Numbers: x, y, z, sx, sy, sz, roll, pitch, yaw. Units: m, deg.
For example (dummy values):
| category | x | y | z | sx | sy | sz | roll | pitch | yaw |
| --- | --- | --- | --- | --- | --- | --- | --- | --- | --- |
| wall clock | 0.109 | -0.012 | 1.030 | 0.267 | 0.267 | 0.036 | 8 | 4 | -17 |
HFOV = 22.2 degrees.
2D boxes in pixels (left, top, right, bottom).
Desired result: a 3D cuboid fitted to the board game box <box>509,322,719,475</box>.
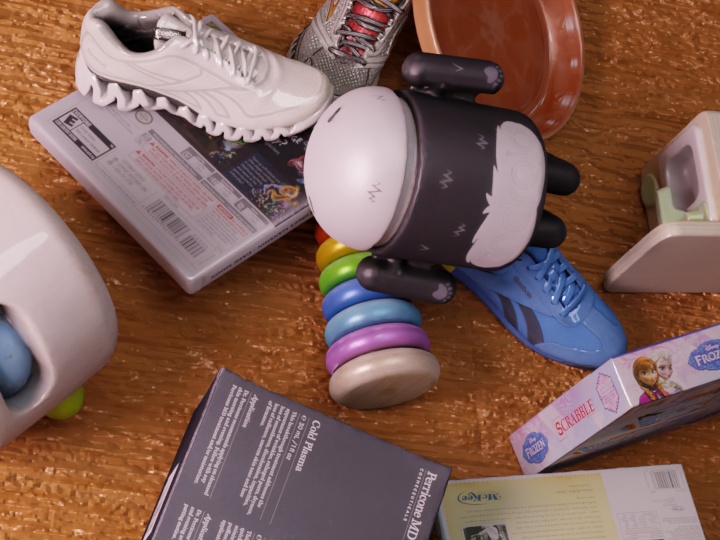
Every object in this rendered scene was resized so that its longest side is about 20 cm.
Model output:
| category | x | y | z | sx | sy | sz | roll | pitch | yaw |
| --- | --- | --- | --- | --- | --- | --- | --- | --- | --- |
| board game box | 0.237 | 0.087 | 1.373 | 0.200 | 0.200 | 0.041 | -15 | 74 | -23 |

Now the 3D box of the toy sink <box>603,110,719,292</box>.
| category | x | y | z | sx | sy | sz | roll | pitch | yaw |
| --- | --- | --- | --- | --- | --- | --- | --- | --- | --- |
| toy sink | 0.301 | -0.055 | 1.491 | 0.200 | 0.130 | 0.112 | -1 | 69 | -17 |

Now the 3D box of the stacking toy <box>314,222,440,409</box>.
| category | x | y | z | sx | sy | sz | roll | pitch | yaw |
| --- | --- | --- | --- | --- | --- | --- | --- | --- | --- |
| stacking toy | 0.000 | 0.000 | 1.402 | 0.085 | 0.085 | 0.200 | -5 | 67 | -19 |

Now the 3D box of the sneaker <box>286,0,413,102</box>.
| category | x | y | z | sx | sy | sz | roll | pitch | yaw |
| --- | --- | --- | --- | --- | --- | --- | --- | --- | --- |
| sneaker | 0.000 | -0.207 | 1.475 | 0.078 | 0.082 | 0.200 | 26 | 59 | -6 |

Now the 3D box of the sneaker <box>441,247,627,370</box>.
| category | x | y | z | sx | sy | sz | roll | pitch | yaw |
| --- | --- | --- | --- | --- | --- | --- | --- | --- | --- |
| sneaker | 0.135 | 0.003 | 1.444 | 0.200 | 0.078 | 0.066 | 40 | 61 | -1 |

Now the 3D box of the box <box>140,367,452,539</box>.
| category | x | y | z | sx | sy | sz | roll | pitch | yaw |
| --- | --- | --- | --- | --- | --- | --- | --- | --- | --- |
| box | -0.060 | 0.203 | 1.285 | 0.182 | 0.104 | 0.200 | 24 | 64 | -6 |

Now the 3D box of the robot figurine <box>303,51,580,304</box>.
| category | x | y | z | sx | sy | sz | roll | pitch | yaw |
| --- | --- | --- | --- | --- | --- | --- | --- | --- | --- |
| robot figurine | 0.056 | -0.067 | 1.341 | 0.200 | 0.125 | 0.151 | 8 | 64 | -23 |

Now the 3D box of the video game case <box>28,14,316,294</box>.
| category | x | y | z | sx | sy | sz | roll | pitch | yaw |
| --- | --- | --- | --- | --- | --- | --- | --- | --- | --- |
| video game case | -0.121 | -0.093 | 1.398 | 0.182 | 0.023 | 0.200 | -34 | 63 | -26 |

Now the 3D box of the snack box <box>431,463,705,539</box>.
| category | x | y | z | sx | sy | sz | roll | pitch | yaw |
| --- | --- | --- | --- | --- | --- | --- | --- | --- | --- |
| snack box | 0.157 | 0.207 | 1.361 | 0.200 | 0.037 | 0.116 | -2 | 52 | -11 |

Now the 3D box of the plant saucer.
| category | x | y | z | sx | sy | sz | roll | pitch | yaw |
| --- | --- | --- | --- | --- | --- | --- | --- | --- | --- |
| plant saucer | 0.111 | -0.200 | 1.501 | 0.200 | 0.032 | 0.201 | 13 | 71 | -44 |

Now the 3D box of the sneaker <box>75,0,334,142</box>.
| category | x | y | z | sx | sy | sz | roll | pitch | yaw |
| --- | --- | --- | --- | --- | --- | --- | --- | --- | --- |
| sneaker | -0.118 | -0.153 | 1.379 | 0.200 | 0.081 | 0.075 | 11 | 51 | 1 |

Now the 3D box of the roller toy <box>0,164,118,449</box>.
| category | x | y | z | sx | sy | sz | roll | pitch | yaw |
| --- | --- | --- | --- | --- | --- | --- | --- | --- | --- |
| roller toy | -0.272 | 0.024 | 1.245 | 0.140 | 0.182 | 0.200 | -40 | 85 | -26 |
